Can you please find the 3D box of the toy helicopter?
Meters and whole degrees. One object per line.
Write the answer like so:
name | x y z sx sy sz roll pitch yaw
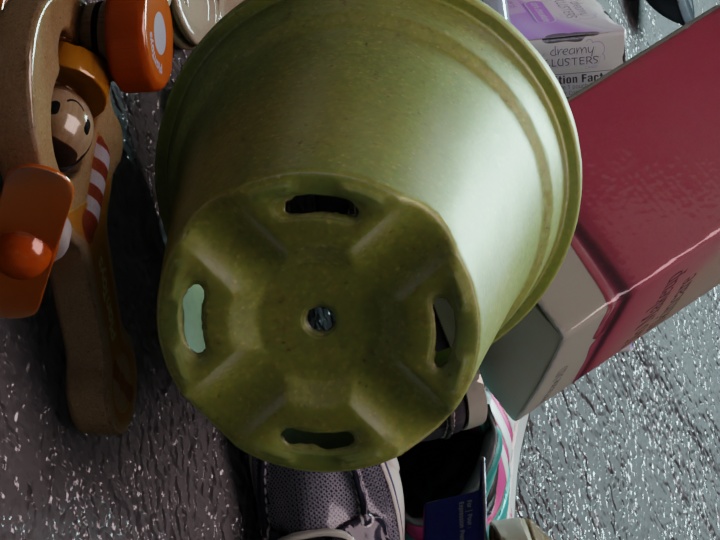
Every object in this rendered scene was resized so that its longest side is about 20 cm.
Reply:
toy helicopter | -0.117 -0.015 0.947 0.132 0.079 0.200 -76 162 -59

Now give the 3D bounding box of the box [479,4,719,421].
box | 0.138 -0.030 1.256 0.109 0.200 0.128 52 -21 14

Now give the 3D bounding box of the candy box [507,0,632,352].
candy box | 0.115 -0.070 1.437 0.168 0.071 0.200 -107 -168 -70

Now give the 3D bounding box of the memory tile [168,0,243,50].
memory tile | -0.080 -0.174 1.189 0.200 0.017 0.153 32 51 -62

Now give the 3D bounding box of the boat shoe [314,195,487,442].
boat shoe | 0.000 0.000 1.237 0.073 0.063 0.200 114 -47 -69

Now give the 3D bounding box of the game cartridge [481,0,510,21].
game cartridge | 0.065 -0.088 1.374 0.200 0.041 0.133 98 -10 -68

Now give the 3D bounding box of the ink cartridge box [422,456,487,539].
ink cartridge box | 0.049 0.190 1.222 0.200 0.037 0.095 92 -1 -52

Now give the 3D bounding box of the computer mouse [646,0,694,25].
computer mouse | 0.270 -0.289 2.116 0.140 0.046 0.200 53 29 -58

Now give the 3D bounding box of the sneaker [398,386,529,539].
sneaker | 0.045 0.073 1.316 0.121 0.084 0.200 61 28 -61

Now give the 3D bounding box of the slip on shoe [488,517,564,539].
slip on shoe | 0.095 0.166 1.195 0.200 0.061 0.076 84 6 -81

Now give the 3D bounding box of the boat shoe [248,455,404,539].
boat shoe | -0.014 0.150 1.123 0.093 0.075 0.200 -62 138 -70

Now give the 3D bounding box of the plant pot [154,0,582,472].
plant pot | -0.008 -0.011 1.004 0.184 0.200 0.201 -71 146 -67
